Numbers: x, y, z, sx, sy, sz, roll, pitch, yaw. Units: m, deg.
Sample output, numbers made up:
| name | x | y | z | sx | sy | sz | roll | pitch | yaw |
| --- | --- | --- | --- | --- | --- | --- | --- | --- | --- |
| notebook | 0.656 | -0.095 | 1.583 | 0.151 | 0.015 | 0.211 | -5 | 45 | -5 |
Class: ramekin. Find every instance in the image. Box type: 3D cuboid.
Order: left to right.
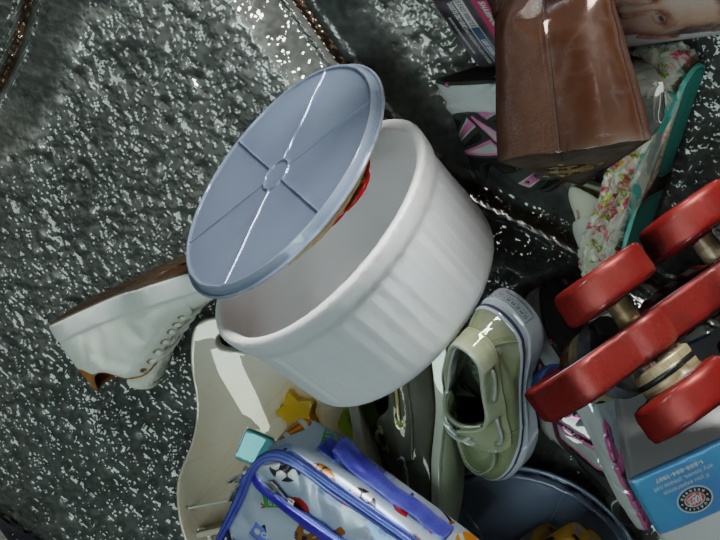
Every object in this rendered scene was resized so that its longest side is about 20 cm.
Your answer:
| name | x | y | z | sx | sy | sz | roll | pitch | yaw |
| --- | --- | --- | --- | --- | --- | --- | --- | --- | --- |
| ramekin | 0.000 | 0.000 | 1.195 | 0.200 | 0.201 | 0.098 | -32 | 120 | 29 |

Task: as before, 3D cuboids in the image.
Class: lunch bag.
| name | x | y | z | sx | sy | sz | roll | pitch | yaw |
| --- | --- | --- | --- | --- | --- | --- | --- | --- | --- |
| lunch bag | -0.011 | 0.207 | 1.218 | 0.200 | 0.076 | 0.161 | 34 | 125 | 9 |

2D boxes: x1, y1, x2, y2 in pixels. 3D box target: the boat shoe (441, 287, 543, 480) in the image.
| name | x | y | z | sx | sy | sz | roll | pitch | yaw |
| --- | --- | --- | --- | --- | --- | --- | --- | --- | --- |
| boat shoe | 0.083 | 0.090 | 1.191 | 0.072 | 0.062 | 0.200 | 41 | 152 | 30 |

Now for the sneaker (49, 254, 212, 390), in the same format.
| name | x | y | z | sx | sy | sz | roll | pitch | yaw |
| --- | --- | --- | --- | --- | --- | --- | --- | --- | --- |
| sneaker | -0.158 | 0.043 | 1.351 | 0.199 | 0.073 | 0.085 | -22 | 100 | 39 |

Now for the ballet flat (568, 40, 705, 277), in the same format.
| name | x | y | z | sx | sy | sz | roll | pitch | yaw |
| --- | --- | --- | --- | --- | --- | --- | --- | --- | --- |
| ballet flat | 0.181 | -0.068 | 1.171 | 0.064 | 0.076 | 0.201 | 23 | 109 | 22 |

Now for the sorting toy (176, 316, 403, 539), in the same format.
| name | x | y | z | sx | sy | sz | roll | pitch | yaw |
| --- | --- | --- | --- | --- | --- | --- | --- | --- | --- |
| sorting toy | -0.060 | 0.112 | 1.329 | 0.199 | 0.107 | 0.181 | -16 | 93 | 36 |

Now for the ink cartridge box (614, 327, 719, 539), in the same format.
| name | x | y | z | sx | sy | sz | roll | pitch | yaw |
| --- | --- | --- | --- | --- | --- | --- | --- | --- | --- |
| ink cartridge box | 0.283 | 0.154 | 1.143 | 0.146 | 0.146 | 0.200 | -26 | 110 | 14 |

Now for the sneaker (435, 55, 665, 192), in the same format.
| name | x | y | z | sx | sy | sz | roll | pitch | yaw |
| --- | --- | --- | --- | --- | --- | --- | --- | --- | --- |
| sneaker | 0.134 | -0.095 | 1.138 | 0.200 | 0.080 | 0.087 | 15 | 123 | 60 |

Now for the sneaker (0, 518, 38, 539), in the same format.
| name | x | y | z | sx | sy | sz | roll | pitch | yaw |
| --- | --- | --- | --- | --- | --- | --- | --- | --- | --- |
| sneaker | -0.373 | 0.276 | 1.528 | 0.202 | 0.077 | 0.146 | 36 | 117 | 3 |

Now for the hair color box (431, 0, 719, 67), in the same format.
| name | x | y | z | sx | sy | sz | roll | pitch | yaw |
| --- | --- | --- | --- | --- | --- | --- | --- | --- | --- |
| hair color box | 0.155 | -0.192 | 1.102 | 0.199 | 0.100 | 0.061 | -6 | 67 | 24 |

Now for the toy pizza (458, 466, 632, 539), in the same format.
| name | x | y | z | sx | sy | sz | roll | pitch | yaw |
| --- | --- | --- | --- | --- | --- | --- | --- | --- | --- |
| toy pizza | 0.128 | 0.241 | 1.329 | 0.199 | 0.032 | 0.201 | 7 | 112 | 17 |

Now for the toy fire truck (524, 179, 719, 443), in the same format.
| name | x | y | z | sx | sy | sz | roll | pitch | yaw |
| --- | --- | --- | --- | --- | --- | --- | --- | --- | --- |
| toy fire truck | 0.186 | 0.043 | 1.102 | 0.112 | 0.200 | 0.168 | 54 | 152 | 6 |

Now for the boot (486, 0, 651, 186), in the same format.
| name | x | y | z | sx | sy | sz | roll | pitch | yaw |
| --- | --- | --- | --- | --- | --- | --- | --- | --- | --- |
| boot | 0.078 | -0.145 | 1.046 | 0.186 | 0.064 | 0.201 | -9 | 89 | 25 |

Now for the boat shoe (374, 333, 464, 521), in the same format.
| name | x | y | z | sx | sy | sz | roll | pitch | yaw |
| --- | --- | --- | --- | --- | --- | --- | --- | --- | --- |
| boat shoe | 0.043 | 0.106 | 1.270 | 0.060 | 0.072 | 0.203 | -2 | 88 | 16 |

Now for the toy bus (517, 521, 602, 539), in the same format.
| name | x | y | z | sx | sy | sz | roll | pitch | yaw |
| --- | --- | --- | --- | --- | --- | --- | --- | --- | --- |
| toy bus | 0.110 | 0.256 | 1.272 | 0.200 | 0.078 | 0.065 | -40 | 92 | 28 |

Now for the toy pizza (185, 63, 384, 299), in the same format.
| name | x | y | z | sx | sy | sz | roll | pitch | yaw |
| --- | --- | --- | --- | --- | --- | --- | --- | --- | --- |
| toy pizza | -0.050 | -0.060 | 1.203 | 0.200 | 0.201 | 0.032 | -35 | 123 | 30 |

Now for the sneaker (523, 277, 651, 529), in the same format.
| name | x | y | z | sx | sy | sz | roll | pitch | yaw |
| --- | --- | --- | --- | --- | --- | --- | --- | --- | --- |
| sneaker | 0.161 | 0.098 | 1.245 | 0.086 | 0.080 | 0.201 | -16 | 105 | 47 |
